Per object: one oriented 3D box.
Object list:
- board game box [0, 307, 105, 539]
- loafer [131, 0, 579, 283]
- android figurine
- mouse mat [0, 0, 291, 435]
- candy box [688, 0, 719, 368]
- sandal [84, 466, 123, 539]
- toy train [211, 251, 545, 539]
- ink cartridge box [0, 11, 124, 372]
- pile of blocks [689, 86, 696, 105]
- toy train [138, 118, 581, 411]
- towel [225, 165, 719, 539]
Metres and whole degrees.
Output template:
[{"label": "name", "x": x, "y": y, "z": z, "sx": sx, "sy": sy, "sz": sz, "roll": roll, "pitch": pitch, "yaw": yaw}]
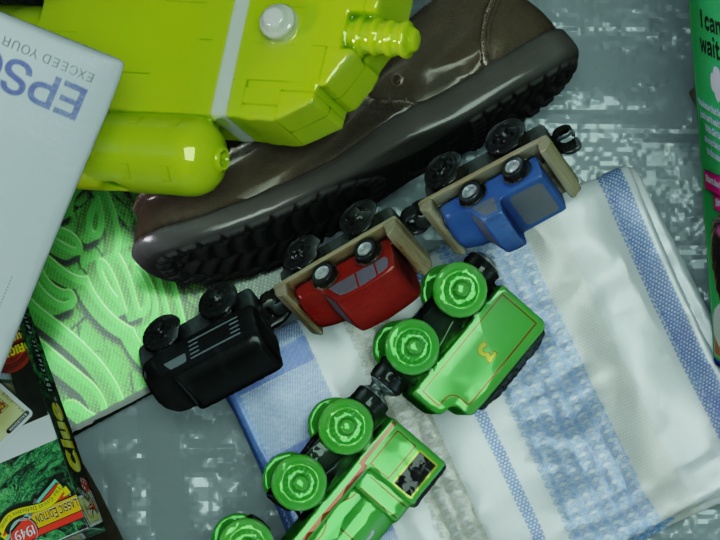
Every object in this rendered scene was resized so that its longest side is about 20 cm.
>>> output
[{"label": "board game box", "x": -0.208, "y": 0.091, "z": 1.148, "sx": 0.199, "sy": 0.023, "sz": 0.105, "roll": -24, "pitch": 79, "yaw": 8}, {"label": "loafer", "x": -0.011, "y": -0.061, "z": 1.188, "sx": 0.200, "sy": 0.073, "sz": 0.071, "roll": -28, "pitch": 76, "yaw": -14}, {"label": "android figurine", "x": -0.062, "y": -0.114, "z": 1.151, "sx": 0.199, "sy": 0.041, "sz": 0.183, "roll": 7, "pitch": 75, "yaw": 27}, {"label": "mouse mat", "x": -0.138, "y": -0.034, "z": 1.204, "sx": 0.161, "sy": 0.008, "sz": 0.200, "roll": -28, "pitch": 87, "yaw": -6}, {"label": "candy box", "x": 0.220, "y": -0.063, "z": 1.157, "sx": 0.168, "sy": 0.077, "sz": 0.201, "roll": -10, "pitch": 103, "yaw": -14}, {"label": "sandal", "x": -0.110, "y": 0.172, "z": 1.161, "sx": 0.069, "sy": 0.078, "sz": 0.212, "roll": -27, "pitch": 80, "yaw": 13}, {"label": "toy train", "x": -0.002, "y": 0.080, "z": 1.166, "sx": 0.056, "sy": 0.042, "sz": 0.200, "roll": 40, "pitch": 83, "yaw": -6}, {"label": "ink cartridge box", "x": -0.214, "y": -0.023, "z": 1.083, "sx": 0.199, "sy": 0.041, "sz": 0.201, "roll": 22, "pitch": 91, "yaw": -17}, {"label": "pile of blocks", "x": 0.187, "y": -0.136, "z": 1.210, "sx": 0.082, "sy": 0.062, "sz": 0.201, "roll": 8, "pitch": 84, "yaw": -3}, {"label": "toy train", "x": 0.000, "y": 0.000, "z": 1.155, "sx": 0.200, "sy": 0.046, "sz": 0.034, "roll": -29, "pitch": 131, "yaw": 13}, {"label": "towel", "x": 0.057, "y": 0.059, "z": 1.199, "sx": 0.199, "sy": 0.024, "sz": 0.147, "roll": -25, "pitch": 85, "yaw": -6}]
